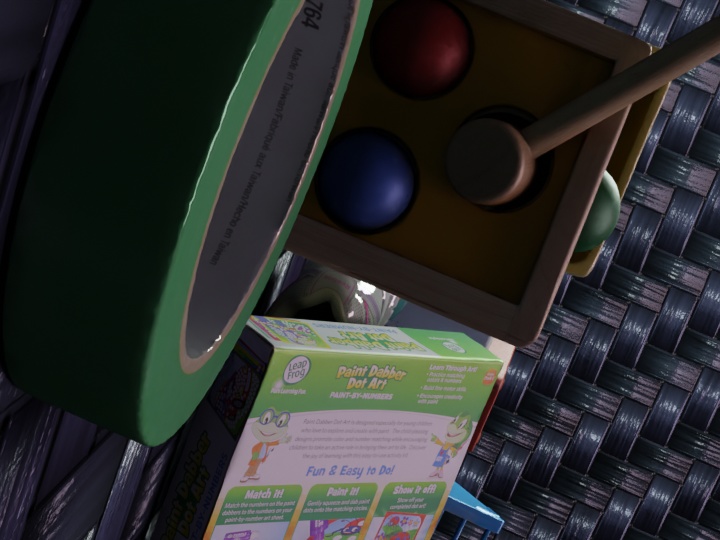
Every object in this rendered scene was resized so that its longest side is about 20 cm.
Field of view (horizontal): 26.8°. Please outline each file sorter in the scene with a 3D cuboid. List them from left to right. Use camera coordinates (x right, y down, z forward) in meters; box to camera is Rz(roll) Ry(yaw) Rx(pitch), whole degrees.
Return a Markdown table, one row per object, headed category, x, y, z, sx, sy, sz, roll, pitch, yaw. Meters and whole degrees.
| category | x | y | z | sx | sy | sz | roll | pitch | yaw |
| --- | --- | --- | --- | --- | --- | --- | --- | --- | --- |
| file sorter | 0.009 | 0.220 | 1.354 | 0.124 | 0.138 | 0.200 | -62 | -159 | 1 |

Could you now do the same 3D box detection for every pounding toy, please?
| category | x | y | z | sx | sy | sz | roll | pitch | yaw |
| --- | --- | --- | --- | --- | --- | --- | --- | --- | --- |
| pounding toy | 0.068 | -0.069 | 0.754 | 0.142 | 0.198 | 0.186 | 45 | 67 | -84 |

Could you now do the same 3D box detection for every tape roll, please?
| category | x | y | z | sx | sy | sz | roll | pitch | yaw |
| --- | --- | --- | --- | --- | --- | --- | --- | --- | --- |
| tape roll | -0.048 | -0.045 | 0.490 | 0.200 | 0.048 | 0.202 | 22 | 90 | -84 |

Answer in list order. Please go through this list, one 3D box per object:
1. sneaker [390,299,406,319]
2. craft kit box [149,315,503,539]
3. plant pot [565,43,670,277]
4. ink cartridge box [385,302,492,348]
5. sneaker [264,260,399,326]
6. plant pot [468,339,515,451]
| category | x | y | z | sx | sy | sz | roll | pitch | yaw |
| --- | --- | --- | --- | --- | --- | --- | --- | --- | --- |
| sneaker | 0.000 | 0.000 | 1.116 | 0.080 | 0.071 | 0.201 | -60 | 167 | -24 |
| craft kit box | -0.024 | 0.128 | 0.888 | 0.199 | 0.048 | 0.199 | 7 | 112 | -46 |
| plant pot | 0.135 | -0.136 | 1.310 | 0.200 | 0.192 | 0.197 | -83 | -166 | -77 |
| ink cartridge box | 0.058 | 0.034 | 1.399 | 0.147 | 0.143 | 0.202 | -57 | 168 | -62 |
| sneaker | -0.043 | 0.075 | 0.940 | 0.088 | 0.081 | 0.202 | -32 | 141 | -69 |
| plant pot | 0.079 | 0.086 | 1.677 | 0.201 | 0.175 | 0.201 | 106 | 8 | -49 |
